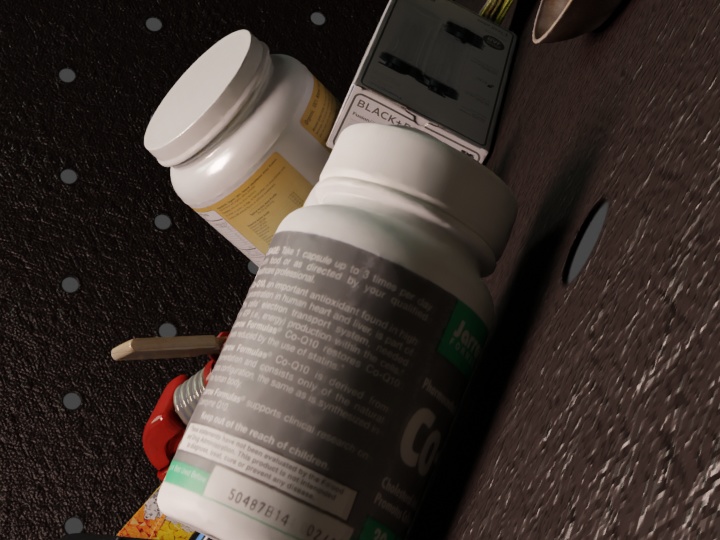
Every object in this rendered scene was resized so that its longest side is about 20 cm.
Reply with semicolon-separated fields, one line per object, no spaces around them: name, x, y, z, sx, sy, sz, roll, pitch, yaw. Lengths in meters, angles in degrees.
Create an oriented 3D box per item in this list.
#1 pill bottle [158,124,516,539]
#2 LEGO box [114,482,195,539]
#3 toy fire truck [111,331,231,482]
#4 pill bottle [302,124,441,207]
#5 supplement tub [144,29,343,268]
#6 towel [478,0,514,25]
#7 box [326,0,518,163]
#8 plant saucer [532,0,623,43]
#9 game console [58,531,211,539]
pill bottle;-0.005;0.042;0.657;0.113;0.112;0.202;132;162;-77
LEGO box;-0.166;0.280;1.216;0.149;0.077;0.201;-48;-19;-39
toy fire truck;-0.140;0.115;1.235;0.175;0.200;0.129;-33;20;31
pill bottle;0.000;0.000;0.957;0.112;0.110;0.201;-69;5;-48
supplement tub;-0.062;-0.080;1.122;0.144;0.200;0.145;-36;27;22
towel;0.141;-0.270;1.244;0.144;0.023;0.201;-63;-1;41
box;0.053;-0.146;1.108;0.060;0.115;0.201;-61;7;36
plant saucer;0.155;-0.214;0.784;0.200;0.032;0.202;-155;89;-85
game console;-0.158;0.186;1.012;0.200;0.168;0.120;-54;-32;-82
